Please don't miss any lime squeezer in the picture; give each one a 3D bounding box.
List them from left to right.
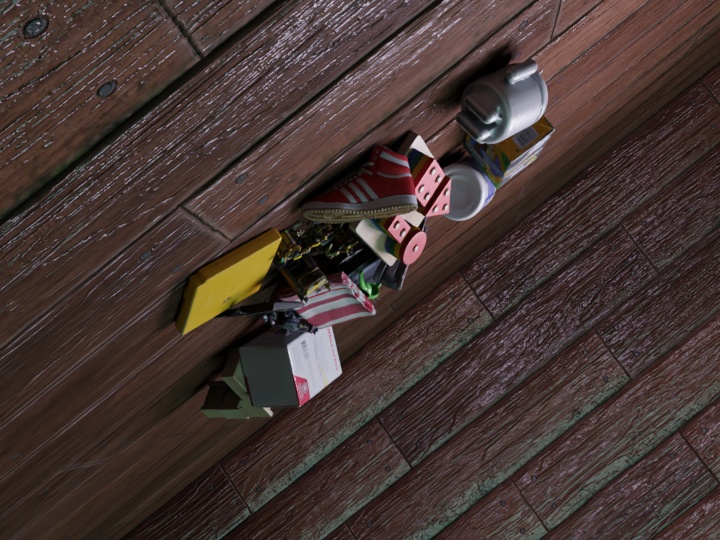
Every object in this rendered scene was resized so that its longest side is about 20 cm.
[{"bbox_3d":[0.024,0.029,1.758,0.071,0.038,0.199,-44,166,18],"label":"lime squeezer"}]

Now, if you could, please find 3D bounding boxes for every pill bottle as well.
[{"bbox_3d":[0.236,-0.187,1.902,0.119,0.120,0.200,-42,177,25],"label":"pill bottle"}]

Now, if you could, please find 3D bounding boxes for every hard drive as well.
[{"bbox_3d":[0.000,0.000,1.774,0.134,0.043,0.200,-37,167,-11],"label":"hard drive"}]

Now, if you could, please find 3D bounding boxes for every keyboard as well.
[{"bbox_3d":[-0.201,0.072,1.605,0.125,0.021,0.198,-5,176,-36],"label":"keyboard"}]

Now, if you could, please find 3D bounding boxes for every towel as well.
[{"bbox_3d":[-0.063,0.066,1.722,0.141,0.023,0.200,-16,152,15],"label":"towel"}]

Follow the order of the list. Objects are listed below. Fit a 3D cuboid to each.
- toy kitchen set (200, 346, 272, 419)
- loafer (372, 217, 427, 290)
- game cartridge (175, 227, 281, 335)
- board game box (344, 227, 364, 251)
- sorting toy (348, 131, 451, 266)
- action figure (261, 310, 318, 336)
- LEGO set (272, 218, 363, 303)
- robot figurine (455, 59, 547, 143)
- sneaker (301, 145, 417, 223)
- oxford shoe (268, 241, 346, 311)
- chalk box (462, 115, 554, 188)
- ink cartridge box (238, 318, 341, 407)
[{"bbox_3d":[-0.310,0.238,2.079,0.196,0.181,0.166,-7,-131,29],"label":"toy kitchen set"},{"bbox_3d":[0.095,-0.042,1.720,0.202,0.062,0.072,-56,169,-29],"label":"loafer"},{"bbox_3d":[-0.228,0.019,1.473,0.175,0.033,0.201,-32,166,-31],"label":"game cartridge"},{"bbox_3d":[0.042,-0.094,1.814,0.146,0.065,0.200,-30,167,-35],"label":"board game box"},{"bbox_3d":[0.092,-0.113,1.567,0.202,0.069,0.199,-56,152,-4],"label":"sorting toy"},{"bbox_3d":[-0.145,0.093,1.863,0.127,0.071,0.201,5,148,-16],"label":"action figure"},{"bbox_3d":[-0.065,-0.032,1.554,0.198,0.117,0.154,-33,169,-29],"label":"LEGO set"},{"bbox_3d":[0.255,-0.296,1.524,0.198,0.113,0.171,-31,161,-36],"label":"robot figurine"},{"bbox_3d":[-0.007,-0.146,1.452,0.195,0.115,0.071,-6,168,-5],"label":"sneaker"},{"bbox_3d":[-0.110,0.005,1.754,0.199,0.071,0.072,-39,151,-20],"label":"oxford shoe"},{"bbox_3d":[0.299,-0.267,1.787,0.124,0.125,0.200,-36,171,-9],"label":"chalk box"},{"bbox_3d":[-0.159,0.211,2.004,0.142,0.149,0.199,-6,-168,31],"label":"ink cartridge box"}]
